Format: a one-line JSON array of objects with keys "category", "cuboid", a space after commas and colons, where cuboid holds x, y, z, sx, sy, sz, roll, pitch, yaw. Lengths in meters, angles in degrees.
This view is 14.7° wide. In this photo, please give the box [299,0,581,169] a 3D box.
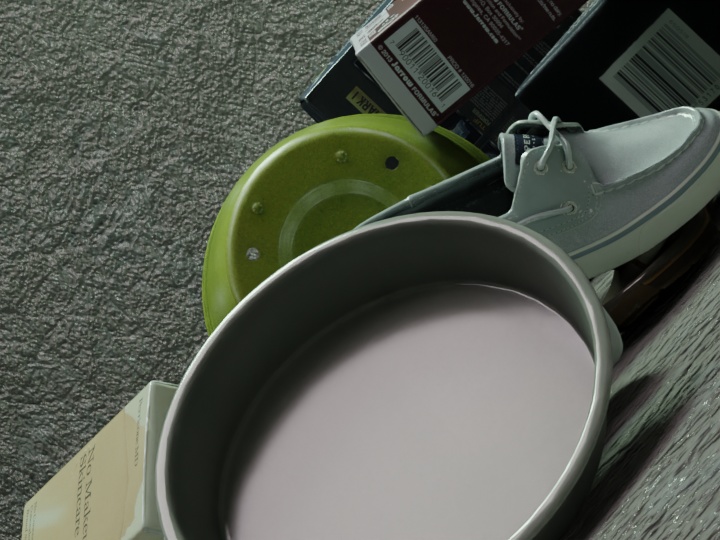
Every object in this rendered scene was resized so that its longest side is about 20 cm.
[{"category": "box", "cuboid": [0.086, -0.095, 1.715, 0.158, 0.200, 0.051, -49, 4, -4]}]

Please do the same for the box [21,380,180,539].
[{"category": "box", "cuboid": [-0.123, 0.145, 1.567, 0.200, 0.077, 0.095, -44, 39, 52]}]

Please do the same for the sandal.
[{"category": "sandal", "cuboid": [0.145, -0.029, 1.405, 0.082, 0.055, 0.200, -47, 7, 37]}]

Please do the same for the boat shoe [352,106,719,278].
[{"category": "boat shoe", "cuboid": [0.085, -0.035, 1.340, 0.200, 0.072, 0.070, -27, 31, 10]}]

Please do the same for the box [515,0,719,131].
[{"category": "box", "cuboid": [0.219, -0.163, 1.603, 0.200, 0.117, 0.197, -48, 1, -41]}]

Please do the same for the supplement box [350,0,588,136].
[{"category": "supplement box", "cuboid": [0.089, -0.161, 1.483, 0.200, 0.061, 0.109, -39, 8, 4]}]

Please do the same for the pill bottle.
[{"category": "pill bottle", "cuboid": [0.017, 0.079, 1.219, 0.200, 0.116, 0.116, -49, 2, -14]}]

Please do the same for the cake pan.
[{"category": "cake pan", "cuboid": [0.013, 0.066, 1.122, 0.199, 0.037, 0.201, -16, 47, 18]}]

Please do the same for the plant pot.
[{"category": "plant pot", "cuboid": [0.000, 0.000, 1.510, 0.200, 0.200, 0.193, -48, -7, -1]}]
